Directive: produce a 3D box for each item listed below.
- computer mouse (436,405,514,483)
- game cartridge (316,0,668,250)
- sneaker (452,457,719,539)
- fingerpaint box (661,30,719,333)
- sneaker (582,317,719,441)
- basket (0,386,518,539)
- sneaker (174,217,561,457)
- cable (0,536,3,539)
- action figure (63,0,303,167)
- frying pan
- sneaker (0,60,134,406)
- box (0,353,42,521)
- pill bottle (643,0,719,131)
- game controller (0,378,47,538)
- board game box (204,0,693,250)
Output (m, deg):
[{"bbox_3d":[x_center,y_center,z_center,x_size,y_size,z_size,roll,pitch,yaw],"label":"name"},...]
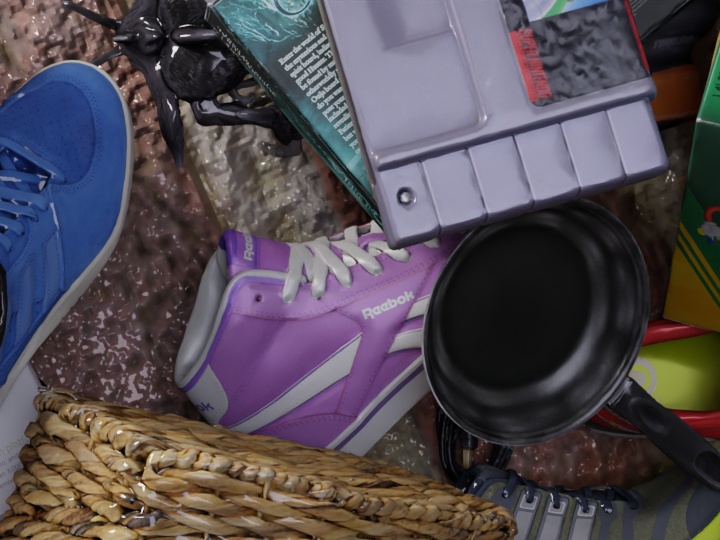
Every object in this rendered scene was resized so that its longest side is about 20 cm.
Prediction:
[{"bbox_3d":[0.052,0.004,1.110,0.058,0.034,0.201,-5,87,-14],"label":"computer mouse"},{"bbox_3d":[0.046,-0.121,0.984,0.129,0.038,0.201,-16,83,-4],"label":"game cartridge"},{"bbox_3d":[0.086,0.124,1.083,0.199,0.074,0.081,-22,97,-15],"label":"sneaker"},{"bbox_3d":[0.199,-0.092,1.050,0.073,0.167,0.201,15,62,10],"label":"fingerpaint box"},{"bbox_3d":[0.195,0.054,1.111,0.199,0.085,0.078,-4,87,-13],"label":"sneaker"},{"bbox_3d":[-0.045,0.147,0.954,0.199,0.142,0.150,16,90,-34],"label":"basket"},{"bbox_3d":[0.000,0.000,1.046,0.114,0.073,0.201,42,92,-23],"label":"sneaker"},{"bbox_3d":[-0.143,0.213,1.019,0.200,0.051,0.163,-46,107,-21],"label":"cable"},{"bbox_3d":[-0.036,-0.110,1.068,0.199,0.102,0.120,-3,92,-6],"label":"action figure"},{"bbox_3d":[0.107,0.028,1.036,0.189,0.031,0.116,14,100,-30],"label":"frying pan"},{"bbox_3d":[-0.156,-0.012,0.952,0.076,0.111,0.201,27,74,9],"label":"sneaker"},{"bbox_3d":[-0.225,0.040,1.011,0.144,0.036,0.201,-28,73,-8],"label":"box"},{"bbox_3d":[0.111,-0.162,1.100,0.106,0.106,0.201,-11,87,-13],"label":"pill bottle"},{"bbox_3d":[-0.198,0.137,1.046,0.104,0.042,0.201,12,83,-26],"label":"game controller"},{"bbox_3d":[0.049,-0.124,1.015,0.200,0.028,0.135,-40,86,-11],"label":"board game box"}]
